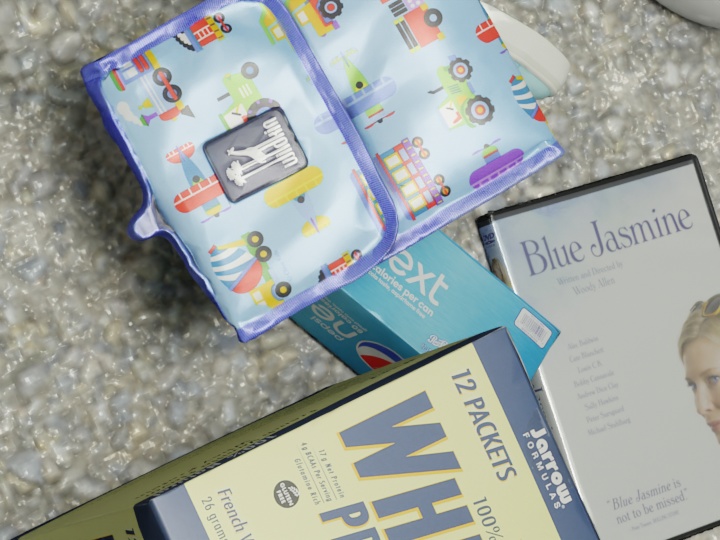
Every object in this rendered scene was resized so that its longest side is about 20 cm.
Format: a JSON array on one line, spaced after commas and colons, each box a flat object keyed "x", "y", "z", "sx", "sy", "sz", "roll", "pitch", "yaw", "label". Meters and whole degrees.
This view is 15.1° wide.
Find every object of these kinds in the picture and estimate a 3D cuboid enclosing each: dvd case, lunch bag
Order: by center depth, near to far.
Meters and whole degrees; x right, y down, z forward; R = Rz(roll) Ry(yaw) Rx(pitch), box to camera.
[{"x": -0.030, "y": -0.068, "z": 1.311, "sx": 0.200, "sy": 0.094, "sz": 0.151, "roll": -31, "pitch": 93, "yaw": -19, "label": "lunch bag"}, {"x": 0.154, "y": 0.047, "z": 1.481, "sx": 0.142, "sy": 0.018, "sz": 0.200, "roll": -17, "pitch": 87, "yaw": -27, "label": "dvd case"}]

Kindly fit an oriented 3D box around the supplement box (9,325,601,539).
[{"x": -0.025, "y": 0.137, "z": 1.274, "sx": 0.200, "sy": 0.200, "sz": 0.135, "roll": -25, "pitch": 91, "yaw": -28, "label": "supplement box"}]

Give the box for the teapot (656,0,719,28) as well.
[{"x": 0.228, "y": -0.237, "z": 1.502, "sx": 0.200, "sy": 0.146, "sz": 0.198, "roll": 15, "pitch": 73, "yaw": -22, "label": "teapot"}]

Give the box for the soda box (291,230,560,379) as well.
[{"x": 0.000, "y": 0.000, "z": 1.387, "sx": 0.200, "sy": 0.068, "sz": 0.064, "roll": 40, "pitch": 64, "yaw": -14, "label": "soda box"}]

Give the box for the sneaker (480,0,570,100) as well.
[{"x": 0.012, "y": -0.115, "z": 1.424, "sx": 0.200, "sy": 0.074, "sz": 0.082, "roll": 21, "pitch": 88, "yaw": -17, "label": "sneaker"}]
